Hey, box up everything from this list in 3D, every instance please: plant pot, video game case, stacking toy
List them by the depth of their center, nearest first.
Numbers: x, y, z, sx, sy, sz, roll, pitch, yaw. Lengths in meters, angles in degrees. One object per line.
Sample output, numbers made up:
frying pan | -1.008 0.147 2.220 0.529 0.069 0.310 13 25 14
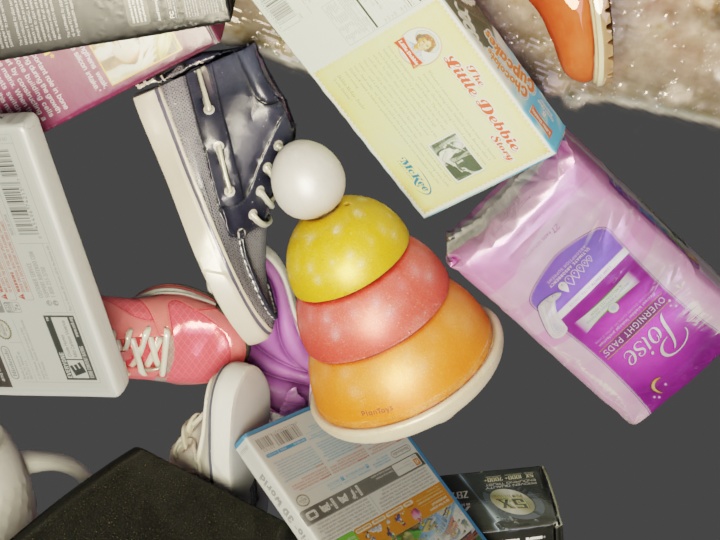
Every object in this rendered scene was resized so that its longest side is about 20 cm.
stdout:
video game case | -0.256 -0.005 0.933 0.179 0.023 0.202 -1 123 20
stacking toy | 0.000 0.000 0.973 0.145 0.147 0.202 -22 116 7
plant pot | -0.140 0.245 0.997 0.198 0.178 0.201 22 148 18
video game case | 0.018 0.176 1.002 0.201 0.142 0.018 52 126 16

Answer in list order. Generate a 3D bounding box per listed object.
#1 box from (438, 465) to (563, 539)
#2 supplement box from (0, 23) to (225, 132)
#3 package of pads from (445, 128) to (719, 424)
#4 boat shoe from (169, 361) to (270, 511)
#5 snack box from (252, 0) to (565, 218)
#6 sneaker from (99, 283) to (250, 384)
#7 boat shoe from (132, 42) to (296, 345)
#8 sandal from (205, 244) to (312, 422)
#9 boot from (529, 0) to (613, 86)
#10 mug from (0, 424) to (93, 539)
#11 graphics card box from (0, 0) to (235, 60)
box | 0.056 0.250 1.123 0.197 0.086 0.166 -5 113 0
supplement box | -0.200 -0.169 0.918 0.198 0.103 0.132 -24 112 9
package of pads | 0.165 0.005 1.026 0.200 0.076 0.120 41 108 -18
boat shoe | -0.104 0.135 1.054 0.065 0.072 0.201 17 143 13
snack box | 0.032 -0.137 0.956 0.115 0.037 0.200 -24 115 36
sneaker | -0.177 0.052 1.014 0.197 0.087 0.075 10 114 3
boat shoe | -0.076 -0.055 0.979 0.092 0.075 0.202 -22 102 4
sandal | -0.062 0.076 1.060 0.082 0.050 0.204 -23 112 8
boot | 0.101 -0.204 0.938 0.106 0.075 0.202 -19 105 10
mug | -0.282 0.195 1.065 0.198 0.147 0.178 -6 115 -34
graphics card box | -0.178 -0.190 0.826 0.197 0.051 0.127 -9 113 3
